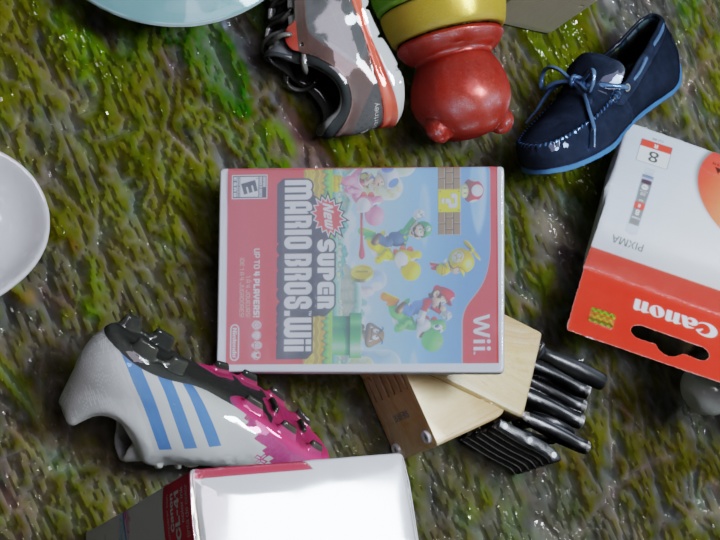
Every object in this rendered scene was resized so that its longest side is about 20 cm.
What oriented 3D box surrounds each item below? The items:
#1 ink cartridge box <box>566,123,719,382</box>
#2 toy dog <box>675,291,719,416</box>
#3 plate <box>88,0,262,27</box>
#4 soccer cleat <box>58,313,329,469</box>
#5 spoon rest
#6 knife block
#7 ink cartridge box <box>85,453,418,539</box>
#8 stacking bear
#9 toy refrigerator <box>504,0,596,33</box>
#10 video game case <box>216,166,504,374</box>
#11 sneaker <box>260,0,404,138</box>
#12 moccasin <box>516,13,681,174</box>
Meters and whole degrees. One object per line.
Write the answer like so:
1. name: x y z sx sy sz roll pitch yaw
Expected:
1. ink cartridge box: 0.255 -0.013 1.411 0.161 0.050 0.200 19 46 4
2. toy dog: 0.328 0.067 1.466 0.199 0.096 0.132 -4 59 -17
3. plate: -0.134 -0.265 1.313 0.199 0.026 0.201 3 65 -6
4. soccer cleat: -0.113 0.103 1.237 0.200 0.070 0.086 32 103 -32
5. spoon rest: -0.266 0.007 1.179 0.099 0.061 0.201 28 65 -18
6. knife block: 0.088 0.060 1.350 0.175 0.064 0.201 -23 86 -32
7. ink cartridge box: -0.072 0.178 1.149 0.147 0.200 0.086 -2 75 -28
8. stacking bear: 0.061 -0.195 1.391 0.121 0.114 0.201 -10 85 -30
9. toy refrigerator: 0.146 -0.301 1.482 0.070 0.076 0.201 8 71 -26
10. video game case: 0.000 0.000 1.276 0.199 0.017 0.144 0 83 5
11. sneaker: -0.039 -0.189 1.353 0.082 0.077 0.201 -24 86 -24
12. moccasin: 0.181 -0.142 1.452 0.200 0.080 0.069 -42 128 -42
